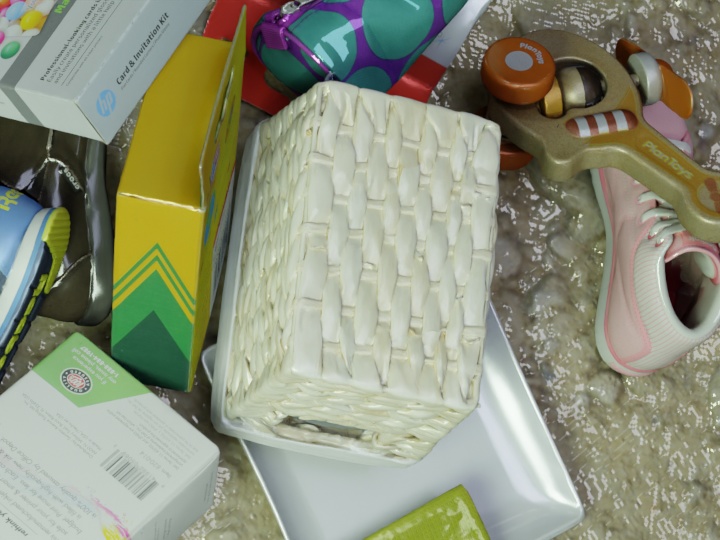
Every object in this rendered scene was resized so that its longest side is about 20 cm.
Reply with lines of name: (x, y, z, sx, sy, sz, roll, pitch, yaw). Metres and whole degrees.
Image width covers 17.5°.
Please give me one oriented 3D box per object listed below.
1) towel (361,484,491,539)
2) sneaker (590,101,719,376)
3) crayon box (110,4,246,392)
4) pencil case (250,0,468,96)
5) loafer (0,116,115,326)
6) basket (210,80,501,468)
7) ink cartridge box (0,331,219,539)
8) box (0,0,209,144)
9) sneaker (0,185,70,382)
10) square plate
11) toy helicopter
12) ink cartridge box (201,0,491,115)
towel: (0.000, 0.209, 1.399, 0.200, 0.018, 0.086, -27, 94, -24)
sneaker: (0.202, -0.037, 1.518, 0.075, 0.105, 0.201, 8, 75, -20)
crayon box: (-0.102, -0.042, 1.314, 0.051, 0.200, 0.127, 11, 50, 1)
pencil case: (0.026, -0.189, 1.438, 0.200, 0.085, 0.092, -49, 138, -9)
loafer: (-0.187, -0.066, 1.366, 0.071, 0.073, 0.201, -4, 82, -26)
basket: (0.000, 0.000, 1.379, 0.135, 0.123, 0.201, 12, 68, -17)
ink cartridge box: (-0.186, 0.142, 1.296, 0.117, 0.067, 0.200, 38, 57, 17)
box: (-0.180, -0.158, 1.328, 0.156, 0.200, 0.041, -57, 138, -22)
sneaker: (-0.239, 0.040, 1.315, 0.082, 0.074, 0.201, 28, 88, 2)
square plate: (0.020, 0.105, 1.450, 0.198, 0.028, 0.201, -24, 90, -25)
toy helicopter: (0.172, -0.088, 1.488, 0.200, 0.079, 0.132, 39, 55, 23)
ink cartridge box: (0.000, -0.184, 1.489, 0.162, 0.057, 0.201, 26, 66, -18)
